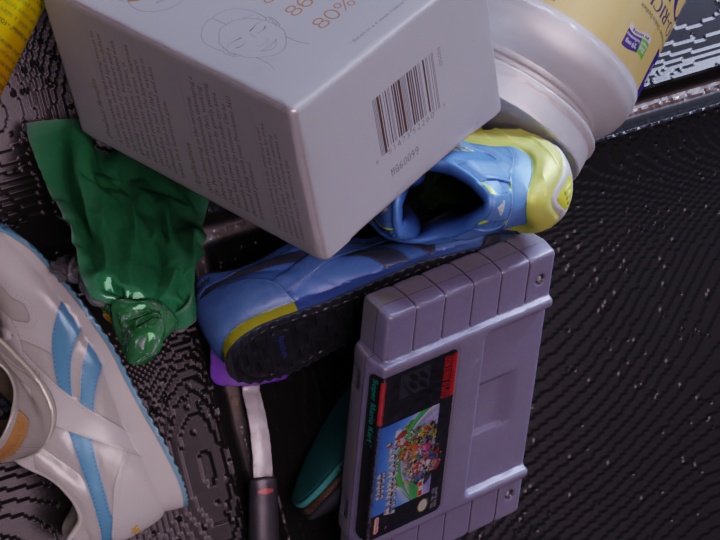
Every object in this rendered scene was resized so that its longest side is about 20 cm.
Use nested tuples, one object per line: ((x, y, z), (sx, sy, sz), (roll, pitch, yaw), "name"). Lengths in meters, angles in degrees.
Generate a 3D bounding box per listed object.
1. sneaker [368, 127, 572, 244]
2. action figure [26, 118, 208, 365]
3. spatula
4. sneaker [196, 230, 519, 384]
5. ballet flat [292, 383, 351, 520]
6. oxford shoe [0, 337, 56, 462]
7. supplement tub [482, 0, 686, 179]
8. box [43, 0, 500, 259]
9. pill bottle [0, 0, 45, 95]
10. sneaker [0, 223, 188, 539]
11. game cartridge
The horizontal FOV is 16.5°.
((0.017, -0.060, 1.411), (0.105, 0.199, 0.076), (-17, 110, -56), "sneaker")
((-0.129, -0.009, 1.362), (0.117, 0.200, 0.055), (17, 114, -19), "action figure")
((-0.062, 0.108, 1.487), (0.056, 0.021, 0.202), (-4, 95, -23), "spatula")
((0.000, 0.000, 1.446), (0.199, 0.079, 0.066), (-17, 140, -11), "sneaker")
((0.030, 0.069, 1.497), (0.073, 0.073, 0.201), (29, 80, -20), "ballet flat")
((-0.252, 0.034, 1.362), (0.200, 0.058, 0.075), (40, 105, 3), "oxford shoe")
((0.118, -0.168, 1.468), (0.145, 0.145, 0.201), (33, 75, -19), "supplement tub")
((-0.048, -0.122, 1.357), (0.152, 0.199, 0.107), (-40, 139, -27), "box")
((-0.229, -0.149, 1.364), (0.104, 0.104, 0.201), (28, 82, -20), "pill bottle")
((-0.176, 0.066, 1.413), (0.080, 0.076, 0.201), (-30, 99, -9), "sneaker")
((0.048, 0.083, 1.447), (0.129, 0.038, 0.201), (-25, 136, -34), "game cartridge")
